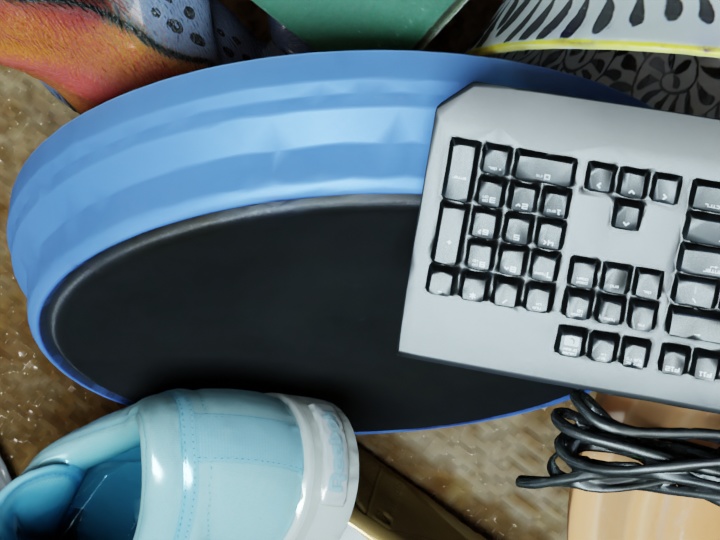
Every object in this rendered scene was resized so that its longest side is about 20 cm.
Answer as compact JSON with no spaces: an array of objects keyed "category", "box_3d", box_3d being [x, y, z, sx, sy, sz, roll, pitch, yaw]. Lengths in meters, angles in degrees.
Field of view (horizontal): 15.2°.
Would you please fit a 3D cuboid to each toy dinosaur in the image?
[{"category":"toy dinosaur","box_3d":[-0.056,-0.046,0.769,0.181,0.200,0.105,45,133,-11]}]

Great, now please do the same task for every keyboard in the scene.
[{"category":"keyboard","box_3d":[0.109,0.021,0.659,0.200,0.040,0.104,9,110,4]}]

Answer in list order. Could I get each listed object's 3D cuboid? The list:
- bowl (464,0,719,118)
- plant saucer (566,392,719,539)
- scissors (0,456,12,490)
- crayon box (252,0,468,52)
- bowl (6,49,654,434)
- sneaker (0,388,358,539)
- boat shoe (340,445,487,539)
[{"category":"bowl","box_3d":[0.134,-0.081,0.735,0.201,0.201,0.094,11,86,2]},{"category":"plant saucer","box_3d":[0.154,0.075,0.710,0.200,0.032,0.200,2,108,7]},{"category":"scissors","box_3d":[-0.157,0.002,0.868,0.073,0.014,0.200,-8,109,6]},{"category":"crayon box","box_3d":[-0.042,-0.152,0.736,0.200,0.126,0.052,39,126,-7]},{"category":"bowl","box_3d":[0.000,0.000,0.765,0.201,0.201,0.039,-5,67,8]},{"category":"sneaker","box_3d":[-0.088,0.084,0.824,0.082,0.074,0.200,15,141,-32]},{"category":"boat shoe","box_3d":[0.028,0.126,0.865,0.200,0.071,0.069,38,109,2]}]
